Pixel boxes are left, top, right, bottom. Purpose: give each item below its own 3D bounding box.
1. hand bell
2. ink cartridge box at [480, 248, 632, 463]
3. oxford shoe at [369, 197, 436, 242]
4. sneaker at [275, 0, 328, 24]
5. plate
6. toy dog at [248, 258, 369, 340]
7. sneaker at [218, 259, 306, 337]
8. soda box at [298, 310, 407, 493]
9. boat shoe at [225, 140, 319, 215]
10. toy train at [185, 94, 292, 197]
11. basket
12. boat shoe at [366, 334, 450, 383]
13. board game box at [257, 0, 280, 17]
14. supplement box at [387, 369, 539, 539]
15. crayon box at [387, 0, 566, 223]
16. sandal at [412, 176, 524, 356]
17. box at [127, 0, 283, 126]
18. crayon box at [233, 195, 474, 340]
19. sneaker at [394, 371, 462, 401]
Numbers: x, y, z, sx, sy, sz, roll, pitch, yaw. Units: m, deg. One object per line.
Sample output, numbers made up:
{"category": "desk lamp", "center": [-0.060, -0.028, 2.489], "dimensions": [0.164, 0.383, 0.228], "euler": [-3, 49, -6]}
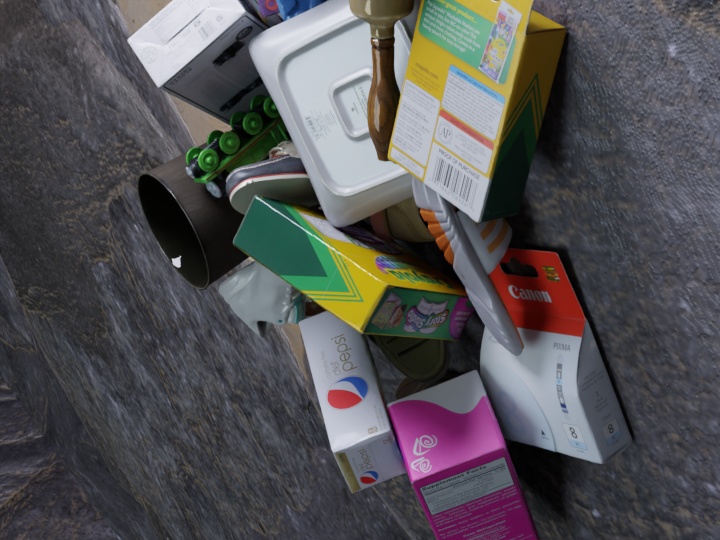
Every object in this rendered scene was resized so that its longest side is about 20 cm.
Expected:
{"category": "hand bell", "center": [0.021, -0.192, 1.256], "dimensions": [0.104, 0.103, 0.202], "euler": [30, 131, 48]}
{"category": "ink cartridge box", "center": [0.162, 0.077, 1.378], "dimensions": [0.160, 0.047, 0.202], "euler": [7, 125, 61]}
{"category": "oxford shoe", "center": [0.045, -0.118, 1.403], "dimensions": [0.073, 0.071, 0.202], "euler": [10, 129, 28]}
{"category": "sneaker", "center": [-0.046, -0.256, 1.393], "dimensions": [0.083, 0.070, 0.202], "euler": [-92, -8, -76]}
{"category": "plate", "center": [0.006, -0.155, 1.333], "dimensions": [0.199, 0.032, 0.201], "euler": [-21, 100, 31]}
{"category": "toy dog", "center": [-0.079, 0.033, 1.706], "dimensions": [0.132, 0.097, 0.200], "euler": [40, -179, -38]}
{"category": "sneaker", "center": [-0.081, 0.015, 1.588], "dimensions": [0.089, 0.075, 0.200], "euler": [59, 147, 4]}
{"category": "soda box", "center": [-0.009, 0.127, 1.491], "dimensions": [0.201, 0.063, 0.068], "euler": [-109, -3, -50]}
{"category": "boat shoe", "center": [-0.059, -0.100, 1.451], "dimensions": [0.071, 0.199, 0.063], "euler": [-41, 68, 44]}
{"category": "toy train", "center": [-0.093, -0.146, 1.465], "dimensions": [0.042, 0.200, 0.057], "euler": [13, 140, 57]}
{"category": "basket", "center": [-0.118, -0.090, 1.550], "dimensions": [0.137, 0.199, 0.180], "euler": [57, 161, 3]}
{"category": "boat shoe", "center": [0.040, 0.052, 1.569], "dimensions": [0.201, 0.074, 0.069], "euler": [55, 177, 38]}
{"category": "board game box", "center": [-0.116, -0.356, 1.420], "dimensions": [0.120, 0.032, 0.202], "euler": [-108, -1, -71]}
{"category": "supplement box", "center": [0.107, 0.210, 1.473], "dimensions": [0.201, 0.102, 0.102], "euler": [69, -178, -47]}
{"category": "crayon box", "center": [0.097, -0.159, 1.206], "dimensions": [0.126, 0.051, 0.202], "euler": [39, 129, 39]}
{"category": "sandal", "center": [0.113, -0.018, 1.337], "dimensions": [0.208, 0.059, 0.079], "euler": [60, 171, -24]}
{"category": "box", "center": [-0.136, -0.219, 1.455], "dimensions": [0.060, 0.116, 0.200], "euler": [54, -169, 15]}
{"category": "crayon box", "center": [0.000, 0.000, 1.423], "dimensions": [0.172, 0.199, 0.059], "euler": [33, 102, 28]}
{"category": "sneaker", "center": [0.073, 0.151, 1.595], "dimensions": [0.071, 0.075, 0.200], "euler": [63, 155, -5]}
